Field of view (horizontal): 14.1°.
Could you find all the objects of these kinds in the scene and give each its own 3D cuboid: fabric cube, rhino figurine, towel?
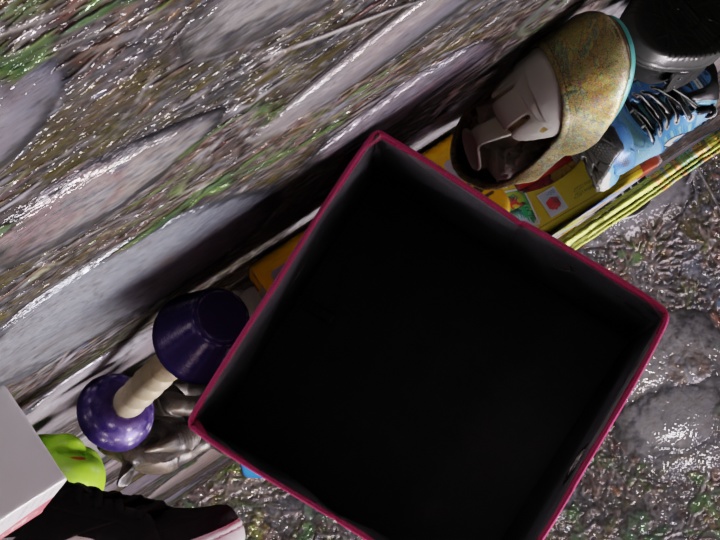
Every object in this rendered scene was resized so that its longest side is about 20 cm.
[{"bbox_3d":[0.037,0.063,1.665,0.196,0.200,0.199,-58,177,-5],"label":"fabric cube"},{"bbox_3d":[-0.132,0.106,1.951,0.087,0.060,0.200,-9,-174,3],"label":"rhino figurine"},{"bbox_3d":[0.182,-0.042,1.965,0.200,0.018,0.086,-35,175,10],"label":"towel"}]

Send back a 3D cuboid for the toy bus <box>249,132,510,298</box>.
[{"bbox_3d":[0.000,0.000,1.828,0.200,0.078,0.065,-33,176,-6],"label":"toy bus"}]

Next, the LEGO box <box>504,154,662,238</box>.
[{"bbox_3d":[0.089,-0.040,2.027,0.200,0.077,0.149,-30,174,-41],"label":"LEGO box"}]

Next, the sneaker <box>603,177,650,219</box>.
[{"bbox_3d":[0.175,-0.055,2.587,0.200,0.074,0.081,-21,175,-37],"label":"sneaker"}]

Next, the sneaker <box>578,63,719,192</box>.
[{"bbox_3d":[0.185,-0.113,1.905,0.090,0.078,0.200,-23,-171,22],"label":"sneaker"}]

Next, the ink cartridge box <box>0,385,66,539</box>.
[{"bbox_3d":[-0.269,0.152,1.619,0.200,0.068,0.116,-32,175,-18],"label":"ink cartridge box"}]

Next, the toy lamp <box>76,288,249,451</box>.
[{"bbox_3d":[-0.117,0.058,1.770,0.058,0.058,0.200,-31,177,-29],"label":"toy lamp"}]

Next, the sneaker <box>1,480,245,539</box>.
[{"bbox_3d":[-0.176,0.137,1.754,0.200,0.112,0.073,-13,-179,11],"label":"sneaker"}]

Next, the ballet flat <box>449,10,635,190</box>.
[{"bbox_3d":[0.099,-0.092,1.696,0.071,0.071,0.200,-32,175,-21],"label":"ballet flat"}]

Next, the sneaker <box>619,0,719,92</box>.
[{"bbox_3d":[0.196,-0.144,1.811,0.104,0.060,0.200,-44,173,41],"label":"sneaker"}]

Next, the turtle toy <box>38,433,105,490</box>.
[{"bbox_3d":[-0.236,0.185,1.955,0.146,0.101,0.200,5,146,-43],"label":"turtle toy"}]

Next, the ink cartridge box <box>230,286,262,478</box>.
[{"bbox_3d":[-0.013,0.080,1.950,0.146,0.084,0.200,2,164,3],"label":"ink cartridge box"}]
